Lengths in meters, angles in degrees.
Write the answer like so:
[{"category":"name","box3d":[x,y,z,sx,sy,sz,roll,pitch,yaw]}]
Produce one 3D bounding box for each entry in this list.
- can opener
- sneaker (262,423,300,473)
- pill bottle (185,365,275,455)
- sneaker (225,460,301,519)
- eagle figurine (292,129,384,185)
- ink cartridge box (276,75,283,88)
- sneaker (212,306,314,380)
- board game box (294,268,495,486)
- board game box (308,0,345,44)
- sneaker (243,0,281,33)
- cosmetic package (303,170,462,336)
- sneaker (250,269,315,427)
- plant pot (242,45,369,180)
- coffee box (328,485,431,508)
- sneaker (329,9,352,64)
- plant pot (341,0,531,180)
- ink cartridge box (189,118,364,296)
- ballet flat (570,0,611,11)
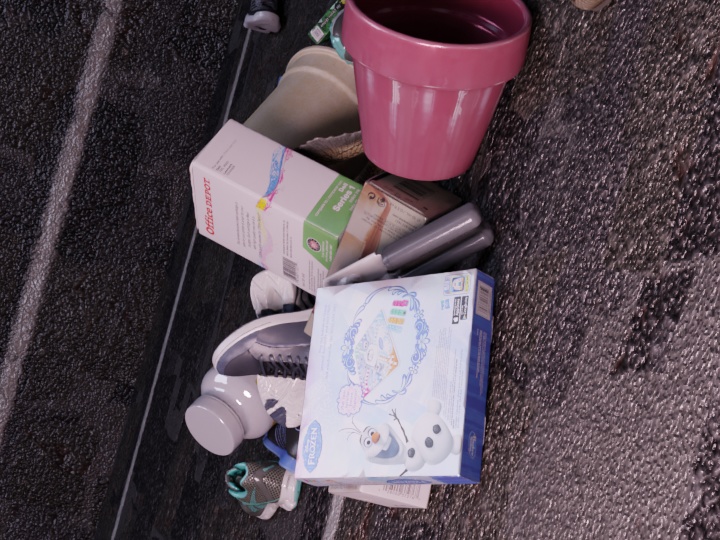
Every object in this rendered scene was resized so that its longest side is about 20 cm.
[{"category":"can opener","box3d":[0.046,-0.015,1.522,0.199,0.053,0.067,-26,30,25]},{"category":"sneaker","box3d":[-0.074,0.216,1.885,0.078,0.070,0.200,-58,14,-2]},{"category":"pill bottle","box3d":[-0.141,0.151,1.933,0.200,0.112,0.112,-45,-6,-39]},{"category":"sneaker","box3d":[-0.145,0.291,1.998,0.200,0.091,0.078,139,145,-64]},{"category":"eagle figurine","box3d":[0.016,-0.145,1.745,0.200,0.151,0.151,-50,-13,-6]},{"category":"ink cartridge box","box3d":[-0.067,-0.161,2.061,0.076,0.136,0.202,-7,65,37]},{"category":"sneaker","box3d":[-0.069,0.122,1.722,0.077,0.201,0.147,75,178,-54]},{"category":"board game box","box3d":[0.033,0.108,1.425,0.198,0.043,0.202,-6,69,36]},{"category":"board game box","box3d":[0.019,-0.352,1.921,0.105,0.024,0.200,-42,-8,35]},{"category":"sneaker","box3d":[-0.200,-0.566,3.075,0.200,0.075,0.115,-152,76,-77]},{"category":"cosmetic package","box3d":[0.024,-0.005,1.630,0.103,0.087,0.201,-29,-34,-61]},{"category":"sneaker","box3d":[-0.083,0.100,1.862,0.129,0.079,0.201,18,-125,-71]},{"category":"plant pot","box3d":[-0.077,-0.154,1.864,0.183,0.201,0.201,-42,-3,-32]},{"category":"coffee box","box3d":[0.036,0.141,1.521,0.113,0.079,0.202,155,129,-70]},{"category":"sneaker","box3d":[0.047,-0.316,1.778,0.199,0.078,0.091,-33,4,-36]},{"category":"plant pot","box3d":[0.074,-0.206,1.568,0.201,0.198,0.180,-97,11,-55]},{"category":"ink cartridge box","box3d":[-0.091,-0.068,1.699,0.084,0.199,0.145,-54,-17,-29]},{"category":"ballet flat","box3d":[0.234,-0.288,1.310,0.200,0.046,0.068,150,133,-69]}]
